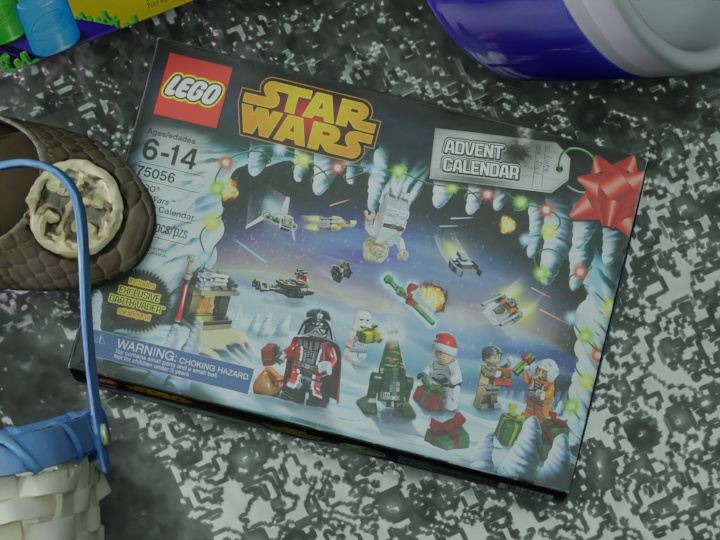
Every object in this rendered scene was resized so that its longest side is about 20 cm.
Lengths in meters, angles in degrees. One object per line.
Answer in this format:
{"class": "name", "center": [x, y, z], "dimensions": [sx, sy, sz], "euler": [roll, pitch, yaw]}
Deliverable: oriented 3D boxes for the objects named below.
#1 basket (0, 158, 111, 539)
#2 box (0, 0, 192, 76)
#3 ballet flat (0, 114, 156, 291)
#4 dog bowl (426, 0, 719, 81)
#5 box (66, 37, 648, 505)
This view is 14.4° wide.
{"class": "basket", "center": [-0.177, 0.068, 1.039], "dimensions": [0.176, 0.139, 0.200], "euler": [-8, 94, 3]}
{"class": "box", "center": [-0.090, -0.208, 1.067], "dimensions": [0.200, 0.122, 0.193], "euler": [-23, 117, -5]}
{"class": "ballet flat", "center": [-0.173, -0.044, 1.097], "dimensions": [0.200, 0.046, 0.067], "euler": [21, 79, 15]}
{"class": "dog bowl", "center": [0.089, -0.170, 1.064], "dimensions": [0.079, 0.200, 0.200], "euler": [-2, 77, 32]}
{"class": "box", "center": [0.000, 0.000, 1.113], "dimensions": [0.200, 0.040, 0.137], "euler": [13, 78, 2]}
